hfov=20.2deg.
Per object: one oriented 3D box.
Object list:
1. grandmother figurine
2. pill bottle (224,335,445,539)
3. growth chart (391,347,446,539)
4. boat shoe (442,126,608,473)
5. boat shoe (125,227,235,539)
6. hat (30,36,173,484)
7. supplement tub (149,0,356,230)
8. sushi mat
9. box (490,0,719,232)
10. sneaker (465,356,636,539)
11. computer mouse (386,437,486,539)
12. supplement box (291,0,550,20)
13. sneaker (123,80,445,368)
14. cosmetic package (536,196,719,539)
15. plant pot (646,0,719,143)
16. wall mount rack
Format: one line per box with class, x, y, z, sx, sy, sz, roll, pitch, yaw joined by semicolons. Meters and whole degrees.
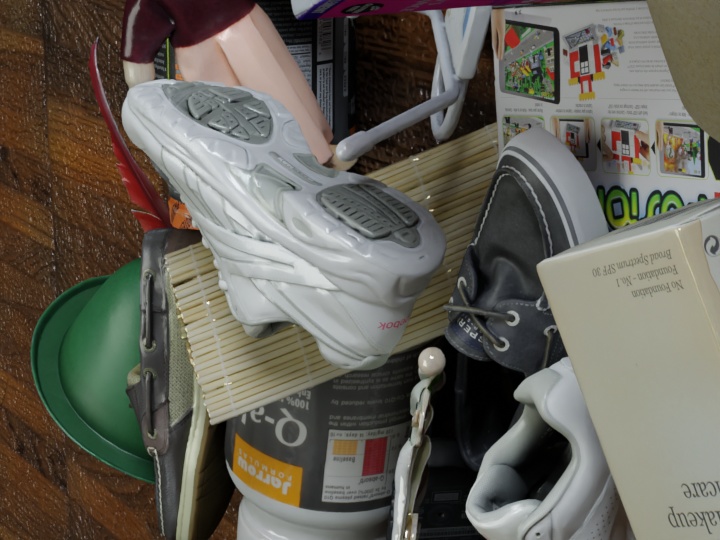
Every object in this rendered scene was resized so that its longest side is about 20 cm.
grandmother figurine;-0.074;-0.129;1.056;0.200;0.121;0.061;59;157;-18
pill bottle;-0.015;0.070;1.118;0.116;0.116;0.201;43;134;51
growth chart;0.023;0.136;0.984;0.145;0.018;0.201;21;-105;-86
boat shoe;0.068;0.023;0.941;0.070;0.066;0.200;45;152;31
boat shoe;-0.100;0.065;1.156;0.065;0.073;0.201;15;113;17
hat;-0.102;0.009;1.197;0.166;0.199;0.176;-81;15;-46
supplement tub;-0.063;-0.124;1.153;0.122;0.122;0.201;29;122;58
sushi mat;0.000;0.000;1.018;0.012;0.199;0.096;44;-154;-71
box;0.125;-0.066;0.894;0.200;0.035;0.111;12;107;62
sneaker;0.089;0.121;0.943;0.078;0.099;0.201;38;130;54
computer mouse;0.038;0.168;1.118;0.034;0.058;0.201;-104;17;-53
supplement box;0.073;-0.164;0.789;0.101;0.199;0.104;-18;83;63
sneaker;-0.053;-0.020;0.981;0.200;0.078;0.100;39;125;32
cosmetic package;0.154;0.072;0.791;0.103;0.073;0.201;-19;91;62
plant pot;0.159;-0.140;0.677;0.187;0.187;0.201;-125;25;-42
wall mount rack;0.032;-0.142;0.969;0.174;0.074;0.201;-95;16;-57
